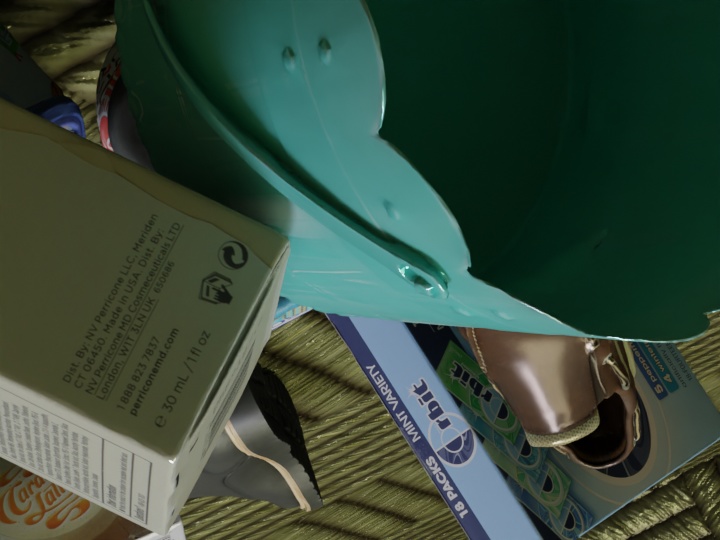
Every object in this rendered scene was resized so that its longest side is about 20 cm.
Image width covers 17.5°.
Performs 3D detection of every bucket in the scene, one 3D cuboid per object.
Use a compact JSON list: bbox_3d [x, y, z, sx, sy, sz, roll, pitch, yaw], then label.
[{"bbox_3d":[0.038,-0.077,0.656,0.207,0.208,0.135,-14,-175,-38],"label":"bucket"}]

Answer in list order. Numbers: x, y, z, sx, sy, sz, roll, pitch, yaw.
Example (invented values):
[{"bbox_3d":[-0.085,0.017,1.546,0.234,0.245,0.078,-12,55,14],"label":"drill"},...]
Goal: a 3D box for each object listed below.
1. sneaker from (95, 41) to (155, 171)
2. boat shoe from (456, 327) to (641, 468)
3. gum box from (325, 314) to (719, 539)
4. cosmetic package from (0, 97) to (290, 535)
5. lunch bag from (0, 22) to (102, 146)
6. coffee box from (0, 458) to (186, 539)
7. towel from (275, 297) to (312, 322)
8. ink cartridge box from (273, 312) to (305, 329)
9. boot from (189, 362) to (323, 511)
[{"bbox_3d":[-0.011,-0.104,0.797,0.201,0.067,0.108,-42,-167,-5],"label":"sneaker"},{"bbox_3d":[0.095,0.045,1.105,0.075,0.075,0.202,-16,156,18],"label":"boat shoe"},{"bbox_3d":[0.093,0.053,1.240,0.045,0.170,0.200,-37,171,39],"label":"gum box"},{"bbox_3d":[-0.126,-0.008,0.651,0.073,0.200,0.104,-62,178,-19],"label":"cosmetic package"},{"bbox_3d":[-0.172,0.005,0.781,0.200,0.076,0.160,-42,169,-18],"label":"lunch bag"},{"bbox_3d":[-0.200,0.155,1.238,0.200,0.114,0.080,-21,138,-13],"label":"coffee box"},{"bbox_3d":[0.000,0.000,0.981,0.200,0.022,0.147,-25,180,-9],"label":"towel"},{"bbox_3d":[-0.110,0.028,1.117,0.197,0.047,0.200,-26,175,1],"label":"ink cartridge box"},{"bbox_3d":[-0.106,0.116,1.414,0.138,0.078,0.200,-22,153,4],"label":"boot"}]
